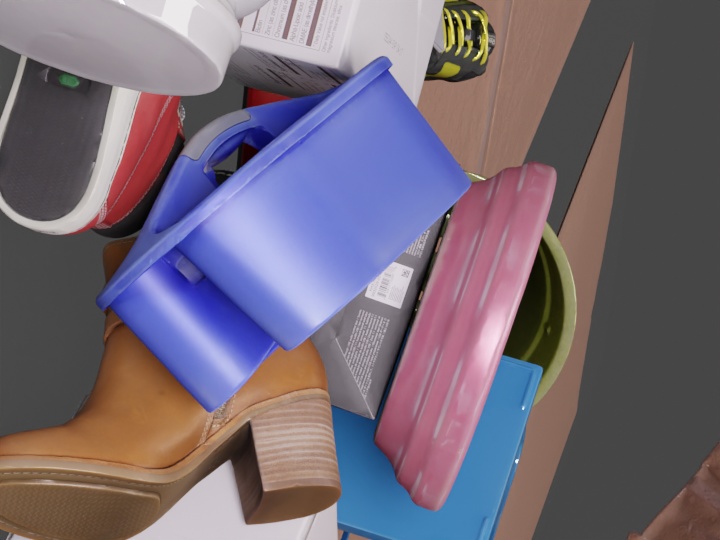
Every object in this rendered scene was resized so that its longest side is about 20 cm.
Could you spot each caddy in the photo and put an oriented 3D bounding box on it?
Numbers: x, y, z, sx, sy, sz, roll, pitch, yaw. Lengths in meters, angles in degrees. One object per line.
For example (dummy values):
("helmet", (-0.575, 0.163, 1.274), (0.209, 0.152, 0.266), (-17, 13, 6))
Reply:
("caddy", (-0.041, -0.027, 1.054), (0.141, 0.105, 0.200), (-37, -176, 40))

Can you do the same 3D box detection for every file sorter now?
("file sorter", (0.000, 0.119, 1.437), (0.123, 0.199, 0.139), (89, 19, -62))

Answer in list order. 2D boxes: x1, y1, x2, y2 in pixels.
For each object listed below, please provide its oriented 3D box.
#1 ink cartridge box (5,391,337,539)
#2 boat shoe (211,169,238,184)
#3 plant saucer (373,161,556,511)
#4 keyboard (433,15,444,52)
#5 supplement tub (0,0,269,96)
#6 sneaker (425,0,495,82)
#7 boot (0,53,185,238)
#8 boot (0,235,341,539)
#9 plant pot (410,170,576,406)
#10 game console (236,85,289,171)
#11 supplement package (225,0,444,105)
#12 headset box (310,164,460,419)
("ink cartridge box", (-0.100, 0.195, 1.185), (0.201, 0.146, 0.147), (91, 19, -50))
("boat shoe", (-0.072, -0.025, 1.249), (0.200, 0.075, 0.061), (106, 0, -73))
("plant saucer", (0.054, 0.031, 1.235), (0.201, 0.051, 0.202), (20, 90, -89))
("keyboard", (0.039, -0.244, 1.450), (0.056, 0.011, 0.201), (46, 39, -67))
("supplement tub", (-0.080, -0.182, 0.847), (0.144, 0.143, 0.201), (59, 47, -73))
("sneaker", (0.052, -0.169, 1.539), (0.200, 0.084, 0.075), (-25, 115, -87))
("boot", (-0.099, -0.112, 1.029), (0.144, 0.072, 0.201), (2, 110, -78))
("boot", (-0.110, 0.048, 1.100), (0.077, 0.199, 0.156), (120, -40, -53))
("plant pot", (0.056, 0.002, 1.645), (0.190, 0.199, 0.201), (-80, -179, -74))
("game console", (-0.037, -0.105, 1.427), (0.173, 0.118, 0.201), (-114, -153, -56))
("supplement package", (-0.021, -0.178, 1.192), (0.200, 0.110, 0.157), (22, 83, -78))
("headset box", (0.000, 0.000, 1.309), (0.200, 0.077, 0.150), (-91, -159, -89))
